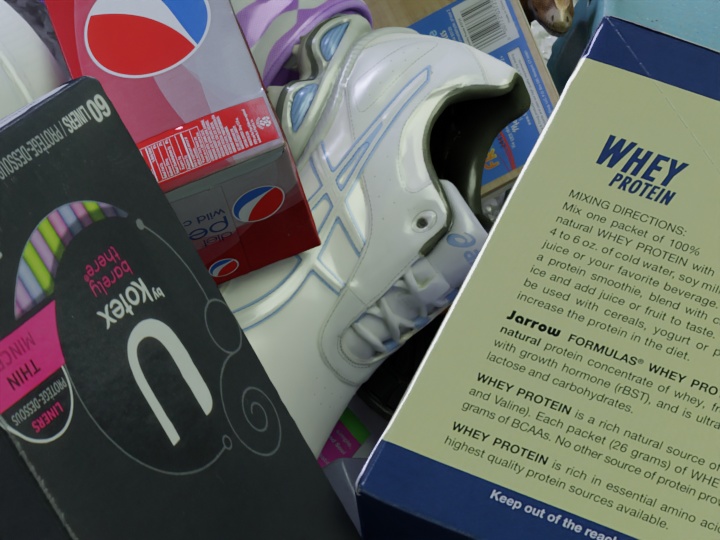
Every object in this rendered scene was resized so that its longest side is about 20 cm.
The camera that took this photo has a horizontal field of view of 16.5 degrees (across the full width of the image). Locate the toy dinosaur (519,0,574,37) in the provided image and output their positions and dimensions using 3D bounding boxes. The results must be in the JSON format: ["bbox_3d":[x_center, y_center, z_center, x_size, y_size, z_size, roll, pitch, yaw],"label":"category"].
[{"bbox_3d":[0.032,-0.105,1.087,0.060,0.200,0.106,-15,107,-43],"label":"toy dinosaur"}]

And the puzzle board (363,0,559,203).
[{"bbox_3d":[-0.007,-0.098,1.033,0.017,0.151,0.200,34,32,-60],"label":"puzzle board"}]

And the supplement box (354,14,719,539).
[{"bbox_3d":[0.132,0.055,0.827,0.200,0.134,0.200,20,62,16],"label":"supplement box"}]

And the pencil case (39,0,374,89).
[{"bbox_3d":[-0.081,-0.126,1.009,0.200,0.084,0.085,39,54,19],"label":"pencil case"}]

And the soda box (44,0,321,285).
[{"bbox_3d":[-0.078,-0.091,0.896,0.063,0.070,0.200,-21,58,-2],"label":"soda box"}]

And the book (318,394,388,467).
[{"bbox_3d":[-0.081,0.072,0.921,0.134,0.048,0.200,44,48,-1],"label":"book"}]

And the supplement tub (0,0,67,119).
[{"bbox_3d":[-0.204,-0.013,0.851,0.200,0.132,0.132,-30,76,-40],"label":"supplement tub"}]

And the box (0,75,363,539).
[{"bbox_3d":[-0.095,0.063,0.746,0.200,0.106,0.122,60,33,-10],"label":"box"}]

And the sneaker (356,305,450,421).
[{"bbox_3d":[0.064,0.048,0.980,0.200,0.076,0.092,37,3,6],"label":"sneaker"}]

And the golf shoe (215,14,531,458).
[{"bbox_3d":[0.000,0.000,0.901,0.078,0.097,0.200,40,62,-56],"label":"golf shoe"}]

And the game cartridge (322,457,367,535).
[{"bbox_3d":[0.060,0.161,0.922,0.130,0.038,0.200,10,50,-52],"label":"game cartridge"}]

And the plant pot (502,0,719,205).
[{"bbox_3d":[0.164,-0.032,1.050,0.188,0.200,0.200,17,50,-5],"label":"plant pot"}]
